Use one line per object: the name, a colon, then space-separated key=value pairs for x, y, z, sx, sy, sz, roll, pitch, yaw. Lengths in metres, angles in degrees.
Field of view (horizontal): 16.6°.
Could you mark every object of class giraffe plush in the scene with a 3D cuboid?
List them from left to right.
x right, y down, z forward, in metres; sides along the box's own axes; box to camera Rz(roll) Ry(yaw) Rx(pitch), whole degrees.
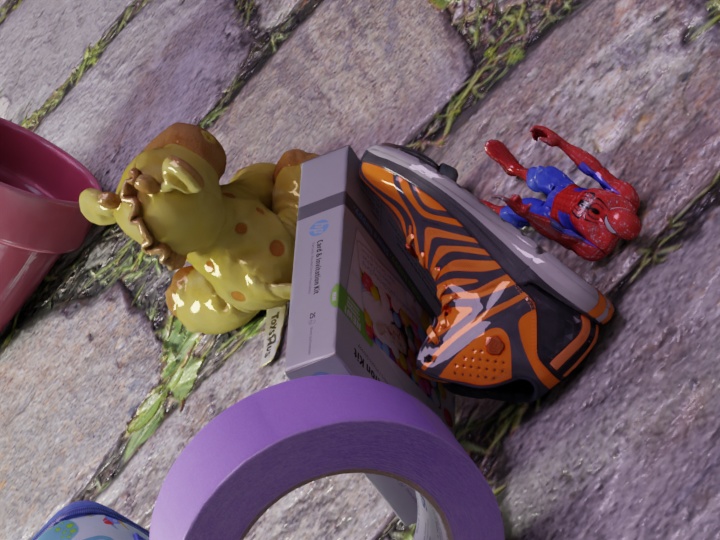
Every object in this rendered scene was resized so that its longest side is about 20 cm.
giraffe plush: x=-0.122 y=-0.040 z=1.879 sx=0.173 sy=0.162 sz=0.200 roll=-40 pitch=29 yaw=22

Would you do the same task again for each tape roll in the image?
tape roll: x=-0.020 y=0.164 z=1.442 sx=0.200 sy=0.200 sz=0.066 roll=-50 pitch=27 yaw=5

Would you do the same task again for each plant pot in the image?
plant pot: x=-0.357 y=-0.032 z=2.223 sx=0.179 sy=0.200 sz=0.200 roll=-63 pitch=25 yaw=14

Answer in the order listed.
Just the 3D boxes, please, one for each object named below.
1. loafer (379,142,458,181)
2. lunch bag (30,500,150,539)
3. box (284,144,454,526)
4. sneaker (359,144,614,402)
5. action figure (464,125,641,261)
loafer: x=0.000 y=0.000 z=1.739 sx=0.200 sy=0.063 sz=0.072 roll=-61 pitch=3 yaw=-22
lunch bag: x=-0.147 y=0.245 z=1.544 sx=0.161 sy=0.200 sz=0.082 roll=-50 pitch=34 yaw=7
box: x=0.010 y=0.039 z=1.590 sx=0.041 sy=0.156 sz=0.200 roll=-21 pitch=37 yaw=21
sneaker: x=0.054 y=0.009 z=1.566 sx=0.200 sy=0.078 sz=0.112 roll=39 pitch=93 yaw=26
action figure: x=0.111 y=-0.058 z=1.624 sx=0.065 sy=0.099 sz=0.200 roll=-57 pitch=30 yaw=-6
